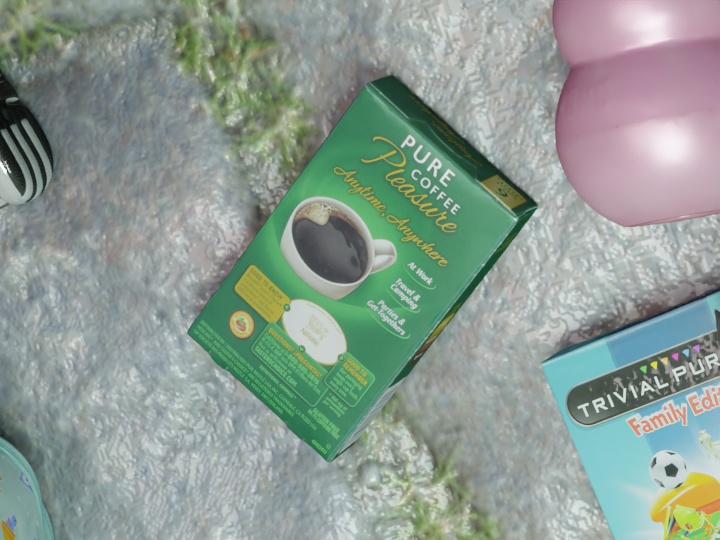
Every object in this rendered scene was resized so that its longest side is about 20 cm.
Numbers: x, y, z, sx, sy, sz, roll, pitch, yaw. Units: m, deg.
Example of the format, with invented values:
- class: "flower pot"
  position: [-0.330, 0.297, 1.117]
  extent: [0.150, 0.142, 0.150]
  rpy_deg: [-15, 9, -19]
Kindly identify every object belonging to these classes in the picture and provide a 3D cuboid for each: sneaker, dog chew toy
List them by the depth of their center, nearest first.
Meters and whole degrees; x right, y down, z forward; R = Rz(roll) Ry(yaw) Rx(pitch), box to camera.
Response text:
- class: "dog chew toy"
  position: [0.157, -0.127, 1.462]
  extent: [0.124, 0.124, 0.201]
  rpy_deg: [-10, 88, 26]
- class: "sneaker"
  position: [-0.282, -0.113, 1.687]
  extent: [0.115, 0.076, 0.201]
  rpy_deg: [-28, 89, 29]

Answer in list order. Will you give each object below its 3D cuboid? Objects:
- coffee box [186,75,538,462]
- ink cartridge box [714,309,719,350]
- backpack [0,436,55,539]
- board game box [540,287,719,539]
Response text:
- class: "coffee box"
  position: [0.000, 0.000, 1.596]
  extent: [0.123, 0.044, 0.200]
  rpy_deg: [41, 114, 12]
- class: "ink cartridge box"
  position: [0.286, 0.054, 1.391]
  extent: [0.199, 0.146, 0.083]
  rpy_deg: [-8, 96, 8]
- class: "backpack"
  position: [-0.275, 0.187, 1.696]
  extent: [0.175, 0.153, 0.201]
  rpy_deg: [11, 114, 20]
- class: "board game box"
  position: [0.209, 0.114, 1.522]
  extent: [0.150, 0.047, 0.201]
  rpy_deg: [-23, 90, 26]
